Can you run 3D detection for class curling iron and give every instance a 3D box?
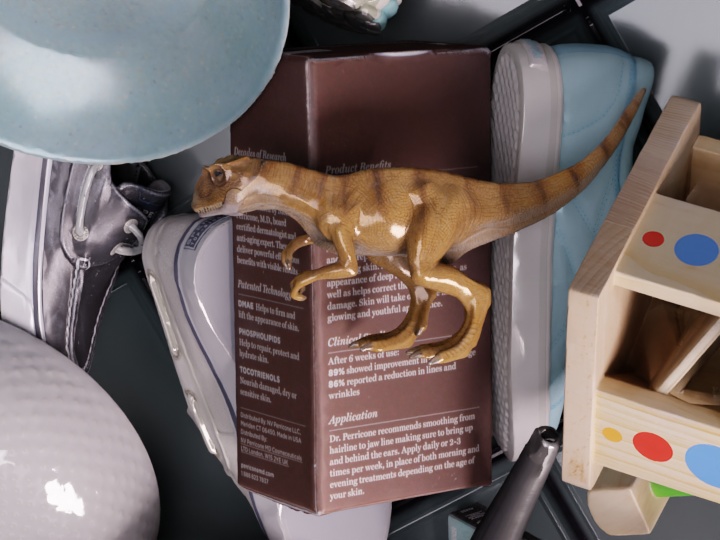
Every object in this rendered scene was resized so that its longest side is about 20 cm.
[{"bbox_3d":[0.047,0.131,1.152,0.050,0.026,0.200,44,141,12],"label":"curling iron"}]

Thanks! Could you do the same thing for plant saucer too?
[{"bbox_3d":[-0.125,-0.135,1.074,0.200,0.039,0.201,6,131,7],"label":"plant saucer"}]

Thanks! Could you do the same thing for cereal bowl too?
[{"bbox_3d":[-0.200,0.116,1.187,0.199,0.083,0.201,10,129,13],"label":"cereal bowl"}]

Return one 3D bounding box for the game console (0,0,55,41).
[{"bbox_3d":[-0.231,-0.160,1.115,0.200,0.116,0.176,-38,84,37],"label":"game console"}]

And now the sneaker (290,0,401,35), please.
[{"bbox_3d":[-0.053,-0.187,1.135,0.200,0.078,0.086,33,81,9],"label":"sneaker"}]

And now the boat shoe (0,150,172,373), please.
[{"bbox_3d":[-0.122,-0.032,1.181,0.068,0.072,0.201,8,98,12],"label":"boat shoe"}]

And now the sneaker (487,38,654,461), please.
[{"bbox_3d":[0.099,-0.005,1.137,0.082,0.074,0.201,-2,116,-11],"label":"sneaker"}]

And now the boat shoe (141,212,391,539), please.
[{"bbox_3d":[-0.049,0.060,1.188,0.070,0.071,0.200,11,133,52],"label":"boat shoe"}]

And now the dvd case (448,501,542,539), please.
[{"bbox_3d":[0.097,0.200,1.135,0.022,0.200,0.147,-9,105,-27],"label":"dvd case"}]

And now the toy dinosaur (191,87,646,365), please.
[{"bbox_3d":[0.032,-0.018,1.049,0.199,0.060,0.107,-2,97,-12],"label":"toy dinosaur"}]

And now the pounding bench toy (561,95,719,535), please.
[{"bbox_3d":[0.181,0.055,1.088,0.156,0.124,0.200,17,140,18],"label":"pounding bench toy"}]

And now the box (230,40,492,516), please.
[{"bbox_3d":[0.000,0.000,1.126,0.075,0.100,0.201,14,106,54],"label":"box"}]
